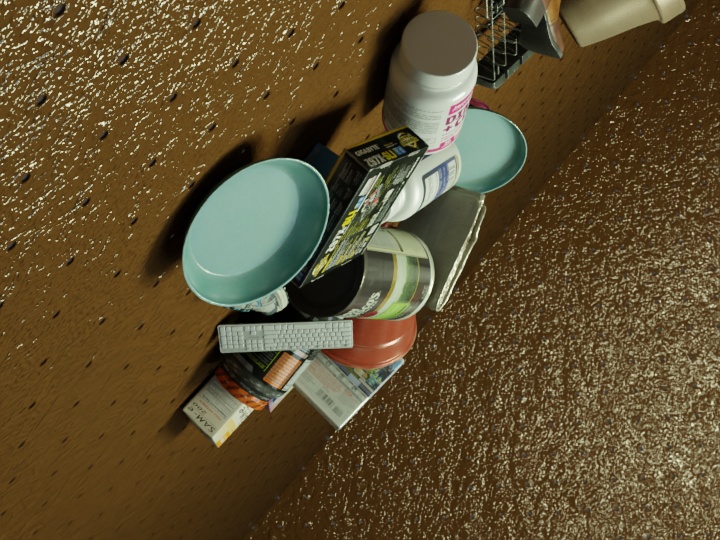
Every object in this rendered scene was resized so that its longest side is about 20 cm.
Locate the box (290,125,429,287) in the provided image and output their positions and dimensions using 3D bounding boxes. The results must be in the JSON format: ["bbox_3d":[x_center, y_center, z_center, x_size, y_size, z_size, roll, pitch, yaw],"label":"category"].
[{"bbox_3d":[-0.009,-0.083,1.494,0.160,0.049,0.200,-27,154,-54],"label":"box"}]

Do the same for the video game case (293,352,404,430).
[{"bbox_3d":[-0.050,0.152,2.065,0.182,0.200,0.023,-43,175,-27],"label":"video game case"}]

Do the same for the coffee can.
[{"bbox_3d":[0.000,0.000,1.751,0.147,0.146,0.200,-53,151,19],"label":"coffee can"}]

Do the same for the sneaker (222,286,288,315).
[{"bbox_3d":[-0.156,0.018,1.572,0.086,0.078,0.200,-35,160,-10],"label":"sneaker"}]

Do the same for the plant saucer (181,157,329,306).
[{"bbox_3d":[-0.127,-0.050,1.351,0.199,0.036,0.201,-26,138,-25],"label":"plant saucer"}]

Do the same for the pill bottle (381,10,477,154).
[{"bbox_3d":[0.090,-0.242,1.510,0.113,0.113,0.200,-46,168,-17],"label":"pill bottle"}]

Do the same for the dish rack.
[{"bbox_3d":[0.218,-0.372,1.693,0.153,0.054,0.200,-46,150,-25],"label":"dish rack"}]

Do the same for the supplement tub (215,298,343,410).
[{"bbox_3d":[-0.129,0.112,1.818,0.200,0.122,0.122,-50,169,7],"label":"supplement tub"}]

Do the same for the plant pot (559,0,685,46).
[{"bbox_3d":[0.402,-0.461,1.897,0.174,0.201,0.200,-32,173,12],"label":"plant pot"}]

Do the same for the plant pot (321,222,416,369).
[{"bbox_3d":[0.015,0.031,1.989,0.201,0.200,0.196,-42,158,-34],"label":"plant pot"}]

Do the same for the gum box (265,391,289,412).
[{"bbox_3d":[-0.123,0.156,2.139,0.200,0.066,0.114,-47,168,-15],"label":"gum box"}]

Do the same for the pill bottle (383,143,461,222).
[{"bbox_3d":[0.061,-0.139,1.756,0.200,0.111,0.111,-35,162,-51],"label":"pill bottle"}]

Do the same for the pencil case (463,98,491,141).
[{"bbox_3d":[0.149,-0.198,1.969,0.200,0.090,0.094,116,-21,-47],"label":"pencil case"}]

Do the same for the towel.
[{"bbox_3d":[0.111,-0.046,1.846,0.034,0.132,0.201,33,81,-57],"label":"towel"}]

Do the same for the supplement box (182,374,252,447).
[{"bbox_3d":[-0.198,0.192,1.941,0.200,0.073,0.126,-47,171,-12],"label":"supplement box"}]

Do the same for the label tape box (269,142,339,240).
[{"bbox_3d":[-0.073,-0.088,1.518,0.144,0.063,0.200,-49,167,-4],"label":"label tape box"}]

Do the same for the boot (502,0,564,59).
[{"bbox_3d":[0.279,-0.418,1.651,0.188,0.068,0.201,34,80,-53],"label":"boot"}]

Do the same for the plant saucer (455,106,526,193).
[{"bbox_3d":[0.167,-0.196,1.878,0.200,0.199,0.028,119,-21,-48],"label":"plant saucer"}]

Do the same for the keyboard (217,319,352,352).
[{"bbox_3d":[-0.111,0.098,1.735,0.056,0.199,0.011,90,-3,-46],"label":"keyboard"}]
